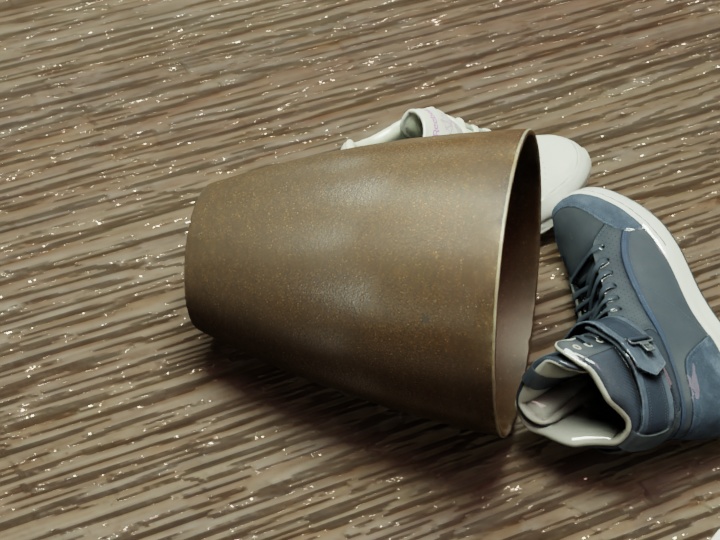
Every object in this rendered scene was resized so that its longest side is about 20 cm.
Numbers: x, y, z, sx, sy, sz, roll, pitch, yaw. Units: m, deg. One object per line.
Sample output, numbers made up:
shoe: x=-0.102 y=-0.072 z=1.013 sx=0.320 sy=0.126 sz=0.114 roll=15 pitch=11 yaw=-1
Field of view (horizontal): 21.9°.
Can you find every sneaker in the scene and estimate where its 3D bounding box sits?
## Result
sneaker: x=0.144 y=0.029 z=1.176 sx=0.146 sy=0.077 sz=0.202 roll=-9 pitch=51 yaw=-33
sneaker: x=0.070 y=-0.065 z=1.246 sx=0.200 sy=0.100 sz=0.075 roll=-12 pitch=50 yaw=-21

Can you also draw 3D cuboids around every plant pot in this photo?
plant pot: x=0.000 y=0.000 z=1.145 sx=0.200 sy=0.187 sz=0.187 roll=5 pitch=47 yaw=12

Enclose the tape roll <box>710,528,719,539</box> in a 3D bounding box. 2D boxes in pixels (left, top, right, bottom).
tape roll: x=0.283 y=0.203 z=1.024 sx=0.202 sy=0.071 sz=0.203 roll=-6 pitch=34 yaw=4
